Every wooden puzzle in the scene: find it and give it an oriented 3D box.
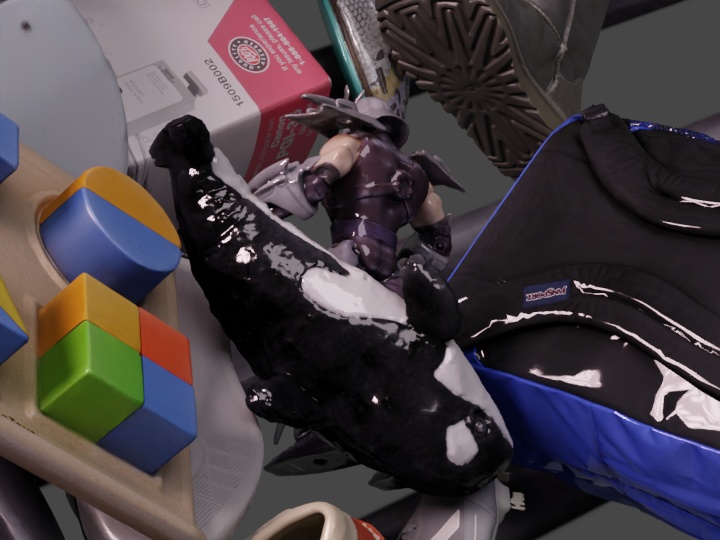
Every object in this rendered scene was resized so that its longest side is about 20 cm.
[{"bbox_3d":[-0.127,-0.006,0.750,0.185,0.046,0.200,34,24,-33],"label":"wooden puzzle"}]

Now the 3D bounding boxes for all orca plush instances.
[{"bbox_3d":[-0.022,0.026,0.822,0.200,0.105,0.071,57,40,-16],"label":"orca plush"}]

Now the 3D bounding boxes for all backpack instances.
[{"bbox_3d":[0.160,0.037,0.891,0.200,0.168,0.163,17,64,35],"label":"backpack"}]

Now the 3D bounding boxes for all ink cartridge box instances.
[{"bbox_3d":[-0.139,-0.084,0.984,0.200,0.083,0.147,-26,68,-32],"label":"ink cartridge box"}]

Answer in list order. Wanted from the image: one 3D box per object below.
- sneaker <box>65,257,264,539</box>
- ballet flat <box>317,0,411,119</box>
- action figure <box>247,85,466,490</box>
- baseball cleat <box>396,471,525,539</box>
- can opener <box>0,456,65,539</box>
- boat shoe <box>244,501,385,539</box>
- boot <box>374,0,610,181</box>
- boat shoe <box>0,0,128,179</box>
[{"bbox_3d":[-0.087,0.091,0.851,0.073,0.112,0.200,11,32,-10],"label":"sneaker"},{"bbox_3d":[-0.005,-0.162,1.091,0.072,0.072,0.200,-13,60,-27],"label":"ballet flat"},{"bbox_3d":[0.000,0.000,0.966,0.130,0.069,0.200,19,59,-36],"label":"action figure"},{"bbox_3d":[0.006,0.147,0.846,0.106,0.070,0.200,14,49,-3],"label":"baseball cleat"},{"bbox_3d":[-0.165,0.051,0.747,0.079,0.063,0.200,-9,64,-55],"label":"can opener"},{"bbox_3d":[-0.070,0.162,0.783,0.200,0.063,0.071,-38,49,6],"label":"boat shoe"},{"bbox_3d":[0.086,-0.168,1.096,0.072,0.182,0.200,-2,51,32],"label":"boot"},{"bbox_3d":[-0.171,-0.103,0.896,0.071,0.091,0.200,-27,95,-30],"label":"boat shoe"}]
